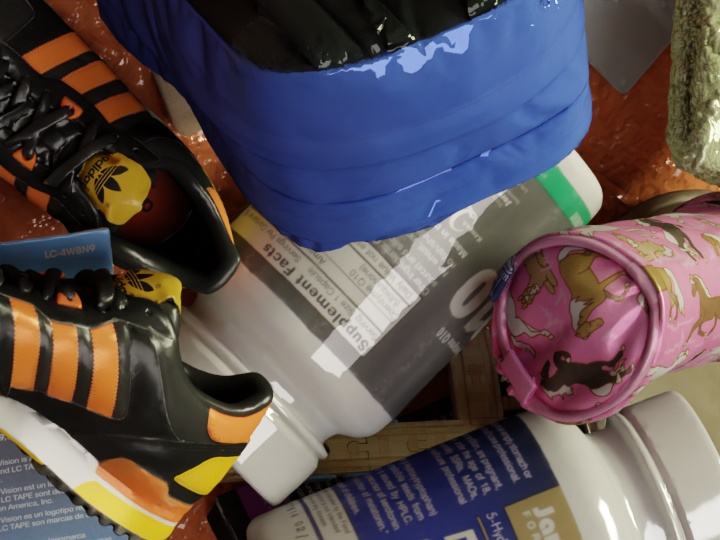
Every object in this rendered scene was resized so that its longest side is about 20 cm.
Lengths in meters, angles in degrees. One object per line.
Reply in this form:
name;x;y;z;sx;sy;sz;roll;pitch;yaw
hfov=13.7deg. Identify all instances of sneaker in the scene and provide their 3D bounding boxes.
sneaker;-0.119;0.021;1.162;0.090;0.070;0.200;-44;123;5
sneaker;-0.121;-0.058;1.218;0.070;0.090;0.200;-50;129;1

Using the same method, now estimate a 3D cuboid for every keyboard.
keyboard;0.084;-0.154;1.347;0.056;0.011;0.200;-46;129;4

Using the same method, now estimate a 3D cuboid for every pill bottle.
pill bottle;0.000;0.000;1.309;0.200;0.113;0.113;-45;129;-3
pill bottle;0.062;0.129;1.306;0.200;0.120;0.120;-21;125;-6

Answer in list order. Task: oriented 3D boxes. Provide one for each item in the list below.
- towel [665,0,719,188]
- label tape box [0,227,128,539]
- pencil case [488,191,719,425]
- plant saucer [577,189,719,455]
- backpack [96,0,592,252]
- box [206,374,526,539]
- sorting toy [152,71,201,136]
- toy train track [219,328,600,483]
towel;0.199;-0.115;1.361;0.148;0.036;0.200;25;64;-37
label tape box;-0.172;0.068;1.253;0.143;0.066;0.200;-8;117;-12
pencil case;0.128;0.013;1.312;0.200;0.086;0.083;-15;115;-61
plant saucer;0.175;0.059;1.436;0.200;0.029;0.200;13;65;-30
backpack;0.002;-0.097;1.161;0.162;0.200;0.168;-28;131;-12
box;0.047;0.135;1.403;0.200;0.143;0.036;-22;167;-19
sorting toy;-0.025;-0.172;1.252;0.185;0.036;0.200;-27;131;-12
toy train track;0.019;0.079;1.380;0.200;0.115;0.033;-2;160;-14
